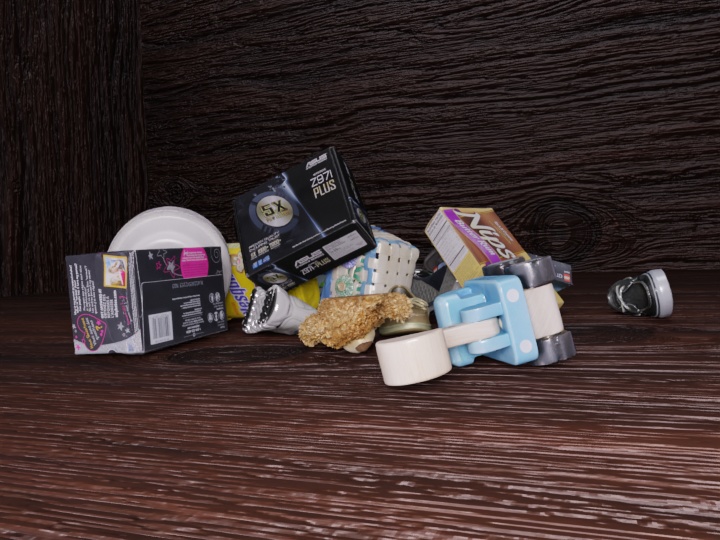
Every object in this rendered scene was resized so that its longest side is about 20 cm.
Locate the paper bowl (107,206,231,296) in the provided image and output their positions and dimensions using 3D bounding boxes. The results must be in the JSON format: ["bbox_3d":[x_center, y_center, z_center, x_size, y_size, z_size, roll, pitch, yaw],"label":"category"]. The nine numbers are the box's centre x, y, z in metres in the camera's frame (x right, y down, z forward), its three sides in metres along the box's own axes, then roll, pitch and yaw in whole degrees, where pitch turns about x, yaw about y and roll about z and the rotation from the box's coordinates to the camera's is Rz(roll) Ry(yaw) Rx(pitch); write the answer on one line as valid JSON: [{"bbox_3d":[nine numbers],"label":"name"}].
[{"bbox_3d":[-0.312,0.000,1.045,0.199,0.202,0.104,-3,12,-13],"label":"paper bowl"}]

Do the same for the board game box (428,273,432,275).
[{"bbox_3d":[0.250,0.036,1.343,0.134,0.029,0.200,-2,13,-26],"label":"board game box"}]

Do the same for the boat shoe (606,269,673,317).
[{"bbox_3d":[0.433,0.045,1.002,0.070,0.073,0.200,-11,-10,10],"label":"boat shoe"}]

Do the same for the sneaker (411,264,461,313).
[{"bbox_3d":[0.160,0.047,1.078,0.145,0.078,0.202,10,-16,-27],"label":"sneaker"}]

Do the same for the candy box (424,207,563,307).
[{"bbox_3d":[0.195,-0.007,0.948,0.116,0.201,0.057,-3,-40,-35],"label":"candy box"}]

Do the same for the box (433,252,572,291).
[{"bbox_3d":[0.246,0.009,1.119,0.199,0.038,0.137,14,-27,-21],"label":"box"}]

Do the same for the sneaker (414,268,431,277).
[{"bbox_3d":[0.172,0.034,1.508,0.198,0.077,0.114,1,-1,-7],"label":"sneaker"}]

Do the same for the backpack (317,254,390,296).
[{"bbox_3d":[-0.009,0.022,1.305,0.199,0.155,0.163,20,5,4],"label":"backpack"}]

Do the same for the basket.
[{"bbox_3d":[0.000,0.000,1.108,0.138,0.178,0.200,8,1,-32],"label":"basket"}]

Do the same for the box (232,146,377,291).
[{"bbox_3d":[-0.094,-0.077,1.036,0.199,0.165,0.086,-25,-35,13],"label":"box"}]

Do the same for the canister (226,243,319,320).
[{"bbox_3d":[-0.185,0.017,1.166,0.198,0.150,0.087,-2,27,20],"label":"canister"}]

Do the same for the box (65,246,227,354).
[{"bbox_3d":[-0.286,0.037,0.880,0.114,0.133,0.200,-4,2,20],"label":"box"}]

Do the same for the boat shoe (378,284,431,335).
[{"bbox_3d":[0.062,0.057,0.927,0.073,0.064,0.201,-2,1,2],"label":"boat shoe"}]

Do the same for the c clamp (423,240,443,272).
[{"bbox_3d":[0.200,-0.024,1.123,0.199,0.027,0.171,13,-32,-22],"label":"c clamp"}]

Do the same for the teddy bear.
[{"bbox_3d":[-0.010,0.063,0.800,0.144,0.067,0.200,-7,-1,-18],"label":"teddy bear"}]

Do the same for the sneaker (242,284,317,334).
[{"bbox_3d":[-0.125,0.067,0.964,0.081,0.076,0.200,18,-8,-22],"label":"sneaker"}]

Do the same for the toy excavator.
[{"bbox_3d":[0.102,0.058,0.607,0.199,0.101,0.194,-16,1,-8],"label":"toy excavator"}]
